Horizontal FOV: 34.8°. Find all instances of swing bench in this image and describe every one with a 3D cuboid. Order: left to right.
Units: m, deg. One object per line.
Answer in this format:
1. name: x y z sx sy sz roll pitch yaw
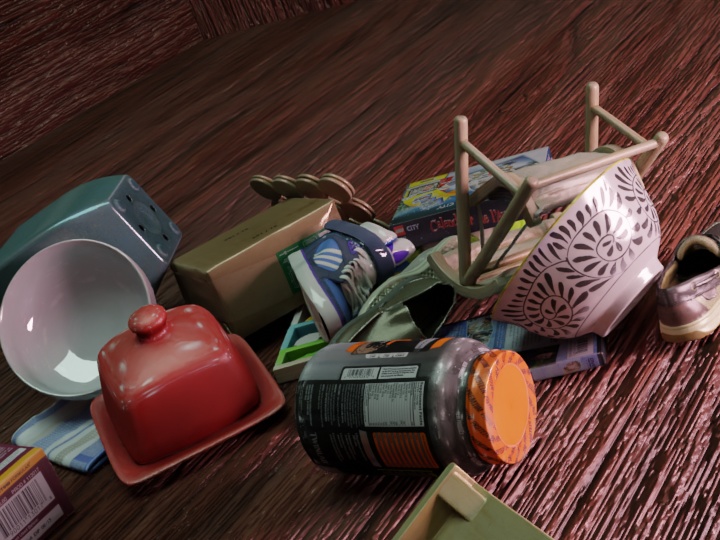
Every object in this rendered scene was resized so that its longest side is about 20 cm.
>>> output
1. swing bench: 0.198 -0.071 1.238 0.197 0.202 0.130 -19 46 -28

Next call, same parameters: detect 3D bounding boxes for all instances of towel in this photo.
1. towel: -0.325 0.181 1.390 0.147 0.024 0.199 -38 27 -33

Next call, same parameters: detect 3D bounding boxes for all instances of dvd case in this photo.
1. dvd case: 0.155 0.077 1.183 0.198 0.018 0.143 -16 22 18

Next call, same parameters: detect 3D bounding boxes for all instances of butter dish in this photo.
1. butter dish: -0.212 0.105 1.263 0.198 0.149 0.199 -26 30 -14

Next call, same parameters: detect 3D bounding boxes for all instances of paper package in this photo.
1. paper package: -0.125 -0.005 1.501 0.199 0.104 0.190 -29 15 -19

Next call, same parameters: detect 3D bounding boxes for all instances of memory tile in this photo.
1. memory tile: -0.053 -0.086 1.597 0.199 0.153 0.017 4 59 46

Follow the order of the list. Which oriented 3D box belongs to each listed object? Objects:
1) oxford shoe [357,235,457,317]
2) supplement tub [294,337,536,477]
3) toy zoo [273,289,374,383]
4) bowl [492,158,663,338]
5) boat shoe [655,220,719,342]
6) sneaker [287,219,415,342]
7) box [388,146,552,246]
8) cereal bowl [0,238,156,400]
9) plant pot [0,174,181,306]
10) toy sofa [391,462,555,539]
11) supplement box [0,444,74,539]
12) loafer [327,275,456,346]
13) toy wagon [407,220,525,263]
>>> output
1. oxford shoe: 0.062 0.029 1.324 0.200 0.076 0.058 -41 10 -37
2. supplement tub: 0.049 0.123 1.033 0.198 0.124 0.123 -5 27 35
3. toy zoo: -0.025 0.062 1.387 0.130 0.021 0.200 -16 22 16
4. bowl: 0.225 0.001 1.098 0.201 0.094 0.201 -43 -16 -16
5. boat shoe: 0.343 -0.005 1.133 0.073 0.065 0.200 -5 27 34
6. sneaker: 0.000 0.000 1.336 0.145 0.081 0.200 -23 23 -4
7. box: 0.144 -0.092 1.454 0.198 0.038 0.137 -14 23 20
8. cereal bowl: -0.342 0.067 1.433 0.198 0.202 0.083 -20 -18 5
9. plant pot: -0.357 -0.015 1.563 0.199 0.197 0.196 -37 17 17
10. toy sofa: 0.115 0.225 0.814 0.083 0.097 0.200 -51 27 -7
11. supplement box: -0.419 0.250 1.229 0.198 0.086 0.110 -3 28 39
12. loafer: 0.033 0.067 1.214 0.200 0.075 0.069 -48 16 -34
13. toy wagon: 0.117 -0.053 1.495 0.198 0.040 0.155 -28 22 -14
